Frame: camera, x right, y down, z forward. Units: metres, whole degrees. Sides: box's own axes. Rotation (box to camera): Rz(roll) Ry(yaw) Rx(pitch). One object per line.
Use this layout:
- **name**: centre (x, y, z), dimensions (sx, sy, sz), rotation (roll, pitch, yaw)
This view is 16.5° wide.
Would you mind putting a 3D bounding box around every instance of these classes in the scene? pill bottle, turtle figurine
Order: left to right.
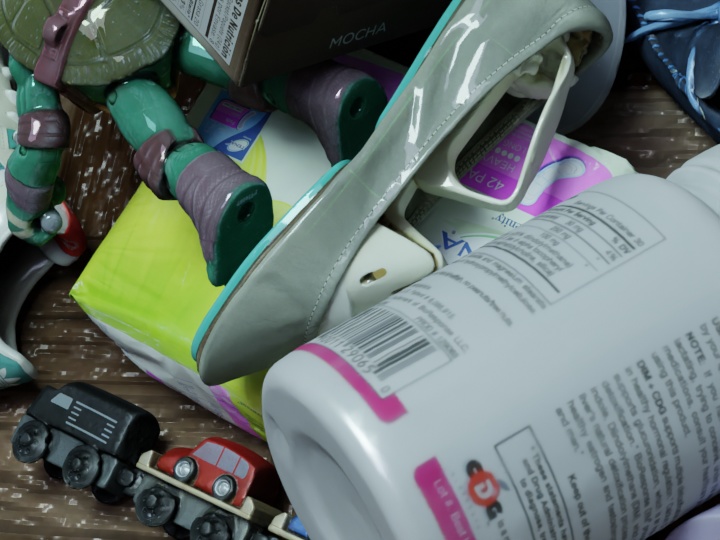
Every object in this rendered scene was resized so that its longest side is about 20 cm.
- **turtle figurine**: centre (-0.093, -0.078, 0.961), dimensions (0.200, 0.101, 0.150), rotation (32, 81, 32)
- **pill bottle**: centre (0.077, 0.037, 0.843), dimensions (0.200, 0.114, 0.113), rotation (-28, 55, -18)

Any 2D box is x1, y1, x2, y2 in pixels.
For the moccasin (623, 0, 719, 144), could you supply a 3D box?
- **moccasin**: centre (0.161, -0.079, 0.937), dimensions (0.080, 0.068, 0.200), rotation (-40, 55, 1)

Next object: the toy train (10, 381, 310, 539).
- **toy train**: centre (-0.055, 0.088, 0.969), dimensions (0.200, 0.034, 0.046), rotation (22, 82, 31)

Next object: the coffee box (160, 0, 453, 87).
- **coffee box**: centre (-0.051, -0.171, 0.933), dimensions (0.113, 0.080, 0.200), rotation (-21, 56, -36)

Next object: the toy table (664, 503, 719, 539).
- **toy table**: centre (0.132, 0.166, 0.767), dimensions (0.117, 0.184, 0.200), rotation (-19, 40, -35)

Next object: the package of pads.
- **package of pads**: centre (0.000, 0.000, 0.970), dimensions (0.200, 0.068, 0.155), rotation (25, 77, 32)

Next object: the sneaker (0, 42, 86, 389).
- **sneaker**: centre (-0.154, -0.038, 1.062), dimensions (0.093, 0.070, 0.201), rotation (4, 70, 18)

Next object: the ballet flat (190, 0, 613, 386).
- **ballet flat**: centre (0.019, -0.027, 0.899), dimensions (0.064, 0.067, 0.200), rotation (36, 83, 15)

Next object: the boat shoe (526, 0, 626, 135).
- **boat shoe**: centre (0.059, -0.154, 0.972), dimensions (0.073, 0.065, 0.201), rotation (-9, 106, 2)
